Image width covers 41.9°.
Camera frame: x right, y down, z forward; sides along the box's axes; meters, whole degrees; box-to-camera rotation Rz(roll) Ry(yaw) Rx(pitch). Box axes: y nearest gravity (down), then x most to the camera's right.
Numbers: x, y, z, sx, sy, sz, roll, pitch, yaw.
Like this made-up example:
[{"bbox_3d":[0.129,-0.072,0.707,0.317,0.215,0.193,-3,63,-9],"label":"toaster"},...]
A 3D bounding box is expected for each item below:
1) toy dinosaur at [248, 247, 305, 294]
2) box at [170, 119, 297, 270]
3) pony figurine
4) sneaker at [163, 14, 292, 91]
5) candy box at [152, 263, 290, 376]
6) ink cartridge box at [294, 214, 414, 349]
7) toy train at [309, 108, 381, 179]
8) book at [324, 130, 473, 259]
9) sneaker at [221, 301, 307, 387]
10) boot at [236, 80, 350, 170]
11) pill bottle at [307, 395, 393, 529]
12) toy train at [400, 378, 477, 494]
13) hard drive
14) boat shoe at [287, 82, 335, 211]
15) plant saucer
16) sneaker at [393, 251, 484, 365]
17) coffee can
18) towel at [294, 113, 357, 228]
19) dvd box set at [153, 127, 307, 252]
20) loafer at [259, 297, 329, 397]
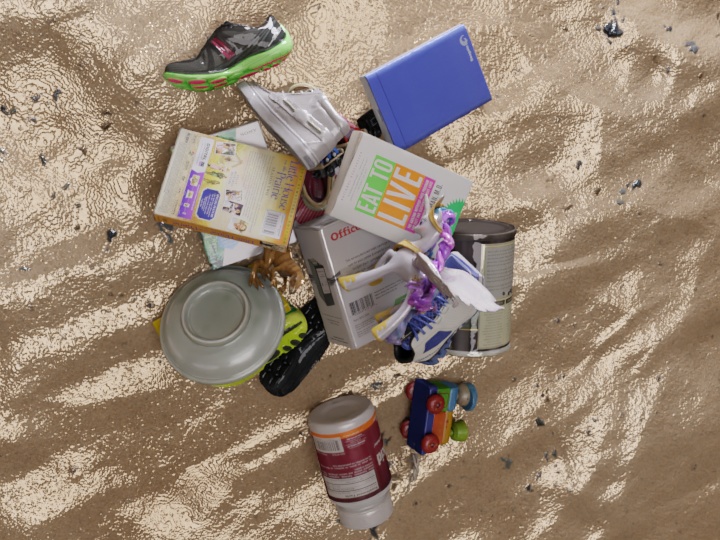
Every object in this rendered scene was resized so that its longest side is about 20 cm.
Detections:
[{"bbox_3d":[-0.133,-0.031,1.428,0.060,0.200,0.106,1,135,-45],"label":"toy dinosaur"},{"bbox_3d":[-0.195,-0.117,1.458,0.144,0.036,0.201,-19,103,-6],"label":"box"},{"bbox_3d":[0.088,0.012,1.355,0.200,0.193,0.166,-43,150,16],"label":"pony figurine"},{"bbox_3d":[-0.202,-0.325,1.407,0.199,0.077,0.084,-22,89,-12],"label":"sneaker"},{"bbox_3d":[-0.219,0.072,1.474,0.199,0.102,0.026,-31,148,-7],"label":"candy box"},{"bbox_3d":[0.000,0.000,1.480,0.145,0.084,0.201,-25,108,-29],"label":"ink cartridge box"},{"bbox_3d":[-0.017,-0.199,1.444,0.200,0.034,0.046,-45,122,-41],"label":"toy train"},{"bbox_3d":[0.058,-0.110,1.419,0.199,0.048,0.134,20,92,-23],"label":"book"},{"bbox_3d":[-0.179,0.118,1.503,0.199,0.084,0.074,-28,129,-3],"label":"sneaker"},{"bbox_3d":[-0.097,-0.239,1.400,0.095,0.200,0.074,-40,153,-4],"label":"boot"},{"bbox_3d":[-0.011,0.322,1.576,0.114,0.114,0.201,-17,107,-11],"label":"pill bottle"},{"bbox_3d":[0.136,0.288,1.634,0.115,0.085,0.201,0,103,-29],"label":"toy train"},{"bbox_3d":[0.107,-0.289,1.494,0.199,0.025,0.132,-32,109,-21],"label":"hard drive"},{"bbox_3d":[-0.073,-0.192,1.451,0.074,0.066,0.201,-12,94,-1],"label":"boat shoe"},{"bbox_3d":[-0.215,0.073,1.429,0.199,0.201,0.050,-29,152,-8],"label":"plant saucer"},{"bbox_3d":[0.106,0.075,1.442,0.115,0.081,0.200,-10,133,-49],"label":"sneaker"},{"bbox_3d":[0.179,0.025,1.545,0.145,0.146,0.201,-3,103,-15],"label":"coffee can"},{"bbox_3d":[-0.044,-0.131,1.513,0.144,0.023,0.200,38,91,-19],"label":"towel"},{"bbox_3d":[-0.187,-0.118,1.381,0.199,0.029,0.147,13,69,-3],"label":"dvd box set"},{"bbox_3d":[-0.088,0.119,1.541,0.201,0.068,0.070,-52,149,-9],"label":"loafer"}]
